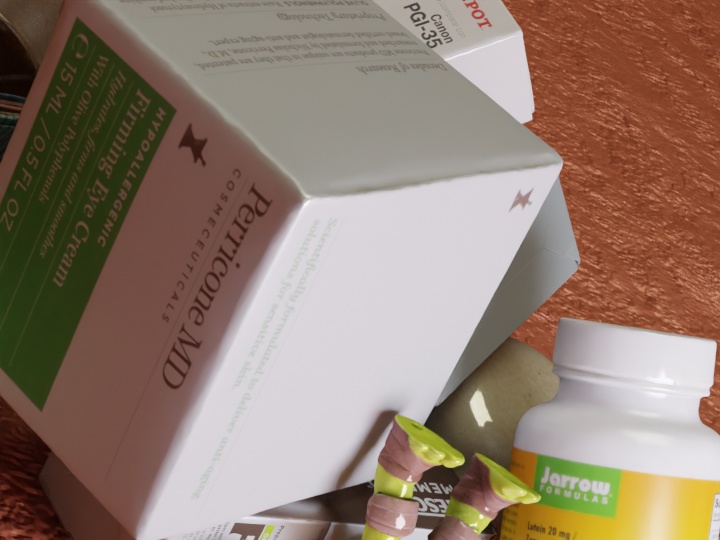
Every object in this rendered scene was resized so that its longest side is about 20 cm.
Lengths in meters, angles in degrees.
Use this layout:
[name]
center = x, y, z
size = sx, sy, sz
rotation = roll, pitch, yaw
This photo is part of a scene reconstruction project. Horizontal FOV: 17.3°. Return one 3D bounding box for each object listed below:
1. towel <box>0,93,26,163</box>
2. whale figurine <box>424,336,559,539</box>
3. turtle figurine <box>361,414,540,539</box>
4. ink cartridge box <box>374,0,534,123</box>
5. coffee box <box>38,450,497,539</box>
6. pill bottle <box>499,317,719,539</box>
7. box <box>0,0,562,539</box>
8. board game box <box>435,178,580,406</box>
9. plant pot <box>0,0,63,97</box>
[towel]
center = -0.215, -0.037, 1.190
size = 0.146, 0.200, 0.022
rotation = 7, 61, -41
[whale figurine]
center = 0.083, 0.137, 1.322
size = 0.159, 0.104, 0.201
rotation = -15, 74, -57
[turtle figurine]
center = 0.019, 0.161, 1.138
size = 0.199, 0.162, 0.064
rotation = 29, 4, -15
[ink cartridge box]
center = 0.000, -0.141, 1.609
size = 0.199, 0.083, 0.147
rotation = -20, 45, -9
[coffee box]
center = -0.046, 0.120, 1.200
size = 0.199, 0.080, 0.115
rotation = 10, 31, -37
[pill bottle]
center = 0.127, 0.129, 1.203
size = 0.110, 0.202, 0.111
rotation = 8, 0, 0
[box]
center = -0.054, -0.013, 1.110
size = 0.171, 0.200, 0.199
rotation = 42, 30, 26
[board game box]
center = 0.000, 0.000, 1.329
size = 0.199, 0.065, 0.147
rotation = 5, 33, 39
[plant pot]
center = -0.219, -0.142, 1.393
size = 0.199, 0.201, 0.199
rotation = 29, 32, 0
